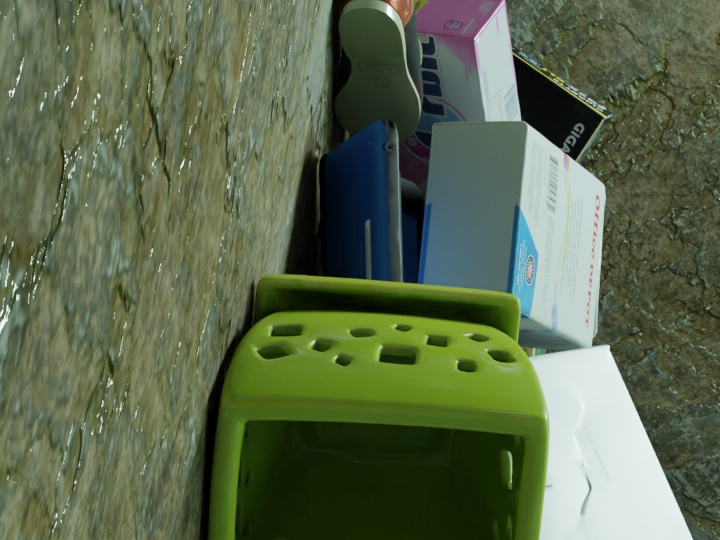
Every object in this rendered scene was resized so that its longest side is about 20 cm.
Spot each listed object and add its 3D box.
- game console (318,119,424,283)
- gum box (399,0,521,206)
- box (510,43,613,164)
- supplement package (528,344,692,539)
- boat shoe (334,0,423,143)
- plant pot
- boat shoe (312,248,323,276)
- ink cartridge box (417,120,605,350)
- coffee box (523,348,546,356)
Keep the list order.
[{"bbox_3d":[0.033,0.005,1.632,0.171,0.118,0.201,152,-61,-63],"label":"game console"},{"bbox_3d":[0.070,-0.133,1.801,0.066,0.113,0.200,-53,144,-42],"label":"gum box"},{"bbox_3d":[0.103,-0.101,1.906,0.200,0.160,0.049,-57,171,16],"label":"box"},{"bbox_3d":[0.133,0.197,1.728,0.200,0.147,0.192,-53,-129,51],"label":"supplement package"},{"bbox_3d":[0.015,-0.171,1.688,0.200,0.071,0.063,83,12,-59],"label":"boat shoe"},{"bbox_3d":[0.010,0.114,1.351,0.182,0.198,0.201,-88,-178,-57],"label":"plant pot"},{"bbox_3d":[-0.008,0.027,1.709,0.069,0.071,0.201,92,8,-69],"label":"boat shoe"},{"bbox_3d":[0.124,-0.024,1.706,0.200,0.084,0.145,26,67,-62],"label":"ink cartridge box"},{"bbox_3d":[0.077,0.032,1.988,0.044,0.199,0.123,22,76,-71],"label":"coffee box"}]
